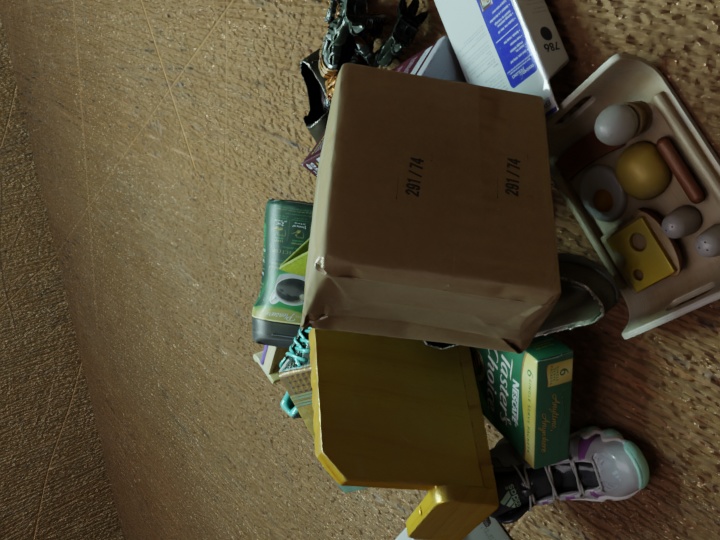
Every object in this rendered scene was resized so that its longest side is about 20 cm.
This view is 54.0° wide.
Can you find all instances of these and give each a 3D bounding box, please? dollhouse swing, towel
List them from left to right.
[{"bbox_3d":[0.001,0.189,0.879,0.145,0.022,0.201,-16,114,22],"label":"towel"},{"bbox_3d":[0.027,0.156,0.717,0.182,0.174,0.202,108,160,-54],"label":"dollhouse swing"}]

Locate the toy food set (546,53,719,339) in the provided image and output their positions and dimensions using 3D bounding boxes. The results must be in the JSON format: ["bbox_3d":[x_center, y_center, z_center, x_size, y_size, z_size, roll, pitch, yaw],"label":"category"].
[{"bbox_3d":[0.220,-0.055,0.586,0.201,0.060,0.143,63,146,12],"label":"toy food set"}]

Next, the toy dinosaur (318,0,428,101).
[{"bbox_3d":[-0.002,-0.238,0.763,0.136,0.101,0.202,-39,63,53],"label":"toy dinosaur"}]

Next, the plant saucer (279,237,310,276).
[{"bbox_3d":[0.028,-0.065,0.758,0.048,0.200,0.199,51,148,-11],"label":"plant saucer"}]

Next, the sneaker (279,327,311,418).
[{"bbox_3d":[-0.061,0.109,0.903,0.077,0.091,0.202,29,126,45],"label":"sneaker"}]

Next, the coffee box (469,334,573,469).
[{"bbox_3d":[0.146,0.097,0.738,0.200,0.044,0.124,-133,36,-60],"label":"coffee box"}]

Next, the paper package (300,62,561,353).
[{"bbox_3d":[0.056,-0.049,0.573,0.104,0.188,0.202,110,166,-57],"label":"paper package"}]

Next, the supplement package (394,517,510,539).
[{"bbox_3d":[0.103,0.399,0.938,0.122,0.119,0.201,52,143,23],"label":"supplement package"}]

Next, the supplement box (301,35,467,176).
[{"bbox_3d":[0.027,-0.159,0.760,0.061,0.109,0.199,40,155,-22],"label":"supplement box"}]

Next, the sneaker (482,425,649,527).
[{"bbox_3d":[0.179,0.219,0.714,0.200,0.139,0.078,-25,86,57],"label":"sneaker"}]

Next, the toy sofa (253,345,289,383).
[{"bbox_3d":[-0.118,0.078,1.125,0.098,0.082,0.201,49,142,27],"label":"toy sofa"}]

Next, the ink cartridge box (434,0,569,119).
[{"bbox_3d":[0.126,-0.220,0.648,0.099,0.039,0.202,-27,82,62],"label":"ink cartridge box"}]

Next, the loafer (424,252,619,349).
[{"bbox_3d":[0.137,0.041,0.642,0.199,0.070,0.075,-16,122,43],"label":"loafer"}]

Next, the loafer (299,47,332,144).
[{"bbox_3d":[-0.040,-0.178,0.889,0.073,0.071,0.202,5,110,54],"label":"loafer"}]

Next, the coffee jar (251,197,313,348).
[{"bbox_3d":[-0.091,0.007,0.973,0.085,0.103,0.202,-160,78,-83],"label":"coffee jar"}]
